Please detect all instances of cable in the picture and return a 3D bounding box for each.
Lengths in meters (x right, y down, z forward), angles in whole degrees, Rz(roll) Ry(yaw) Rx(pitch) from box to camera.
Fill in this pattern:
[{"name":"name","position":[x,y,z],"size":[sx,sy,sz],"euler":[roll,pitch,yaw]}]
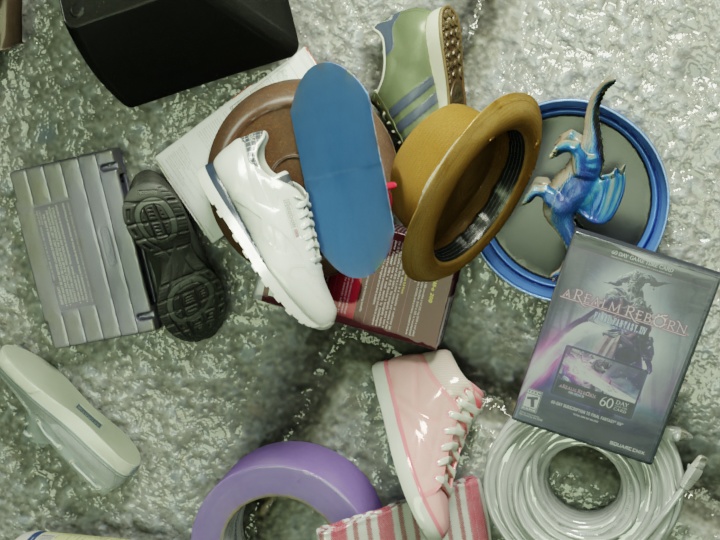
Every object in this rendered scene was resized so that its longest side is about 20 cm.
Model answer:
[{"name":"cable","position":[0.228,0.213,1.288],"size":[0.199,0.069,0.201],"euler":[25,105,7]}]

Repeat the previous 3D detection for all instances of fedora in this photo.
[{"name":"fedora","position":[0.085,-0.087,1.173],"size":[0.082,0.200,0.201],"euler":[36,106,27]}]

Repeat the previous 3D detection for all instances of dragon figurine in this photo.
[{"name":"dragon figurine","position":[0.219,-0.081,1.199],"size":[0.099,0.059,0.201],"euler":[30,109,3]}]

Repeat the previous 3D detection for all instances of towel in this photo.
[{"name":"towel","position":[0.050,0.306,1.305],"size":[0.199,0.030,0.147],"euler":[-14,99,-26]}]

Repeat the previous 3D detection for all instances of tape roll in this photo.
[{"name":"tape roll","position":[-0.075,0.291,1.356],"size":[0.198,0.085,0.202],"euler":[2,101,10]}]

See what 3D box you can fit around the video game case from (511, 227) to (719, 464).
[{"name":"video game case","position":[0.241,0.074,1.201],"size":[0.142,0.019,0.201],"euler":[18,110,6]}]

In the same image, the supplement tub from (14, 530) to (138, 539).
[{"name":"supplement tub","position":[-0.285,0.365,1.381],"size":[0.198,0.145,0.146],"euler":[3,101,11]}]

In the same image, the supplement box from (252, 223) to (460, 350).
[{"name":"supplement box","position":[0.000,0.000,1.299],"size":[0.199,0.061,0.110],"euler":[16,100,9]}]

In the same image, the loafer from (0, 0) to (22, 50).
[{"name":"loafer","position":[-0.382,-0.265,1.333],"size":[0.071,0.073,0.201],"euler":[28,109,-5]}]

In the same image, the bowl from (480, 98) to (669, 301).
[{"name":"bowl","position":[0.205,-0.070,1.256],"size":[0.199,0.039,0.202],"euler":[2,101,11]}]

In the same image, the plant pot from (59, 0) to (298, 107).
[{"name":"plant pot","position":[-0.195,-0.293,1.207],"size":[0.198,0.177,0.201],"euler":[-15,82,13]}]

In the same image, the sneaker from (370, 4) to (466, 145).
[{"name":"sneaker","position":[0.055,-0.162,1.264],"size":[0.089,0.067,0.202],"euler":[3,106,26]}]

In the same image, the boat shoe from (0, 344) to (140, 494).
[{"name":"boat shoe","position":[-0.336,0.169,1.394],"size":[0.201,0.070,0.072],"euler":[43,102,-1]}]

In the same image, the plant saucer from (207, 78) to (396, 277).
[{"name":"plant saucer","position":[-0.062,-0.090,1.254],"size":[0.199,0.034,0.202],"euler":[1,95,10]}]

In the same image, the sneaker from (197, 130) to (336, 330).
[{"name":"sneaker","position":[-0.074,-0.036,1.211],"size":[0.080,0.076,0.201],"euler":[-34,90,3]}]

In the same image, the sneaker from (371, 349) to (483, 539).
[{"name":"sneaker","position":[0.082,0.167,1.272],"size":[0.104,0.075,0.201],"euler":[-18,58,6]}]

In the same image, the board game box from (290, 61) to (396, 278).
[{"name":"board game box","position":[-0.003,-0.095,1.173],"size":[0.039,0.158,0.202],"euler":[-14,95,-28]}]

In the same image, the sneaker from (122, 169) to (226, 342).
[{"name":"sneaker","position":[-0.192,-0.018,1.332],"size":[0.075,0.091,0.201],"euler":[-15,119,-3]}]

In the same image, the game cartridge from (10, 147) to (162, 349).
[{"name":"game cartridge","position":[-0.299,-0.022,1.373],"size":[0.129,0.038,0.202],"euler":[-10,98,17]}]

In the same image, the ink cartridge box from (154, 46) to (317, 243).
[{"name":"ink cartridge box","position":[-0.101,-0.130,1.304],"size":[0.199,0.050,0.109],"euler":[-35,91,14]}]
